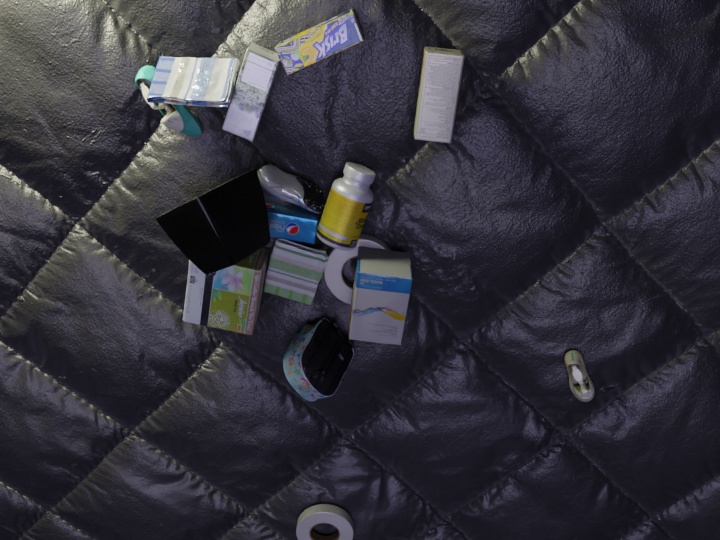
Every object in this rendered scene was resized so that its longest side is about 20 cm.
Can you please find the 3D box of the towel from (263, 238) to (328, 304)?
[{"bbox_3d":[-0.177,0.004,1.742,0.146,0.031,0.202,18,135,-6],"label":"towel"}]

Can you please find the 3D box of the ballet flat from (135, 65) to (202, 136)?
[{"bbox_3d":[-0.465,-0.389,1.543,0.067,0.071,0.201,-17,119,43],"label":"ballet flat"}]

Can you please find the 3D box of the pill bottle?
[{"bbox_3d":[-0.032,-0.162,1.626,0.110,0.112,0.203,18,111,-8],"label":"pill bottle"}]

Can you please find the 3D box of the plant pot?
[{"bbox_3d":[-0.335,-0.107,1.559,0.197,0.199,0.180,-15,105,43],"label":"plant pot"}]

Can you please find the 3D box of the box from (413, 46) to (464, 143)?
[{"bbox_3d":[0.181,-0.411,1.517,0.093,0.078,0.204,6,117,-2],"label":"box"}]

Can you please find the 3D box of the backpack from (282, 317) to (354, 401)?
[{"bbox_3d":[-0.126,0.257,1.802,0.149,0.201,0.178,-22,118,34],"label":"backpack"}]

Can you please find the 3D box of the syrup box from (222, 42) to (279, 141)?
[{"bbox_3d":[-0.256,-0.418,1.521,0.077,0.082,0.202,19,117,-11],"label":"syrup box"}]

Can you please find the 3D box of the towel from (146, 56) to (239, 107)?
[{"bbox_3d":[-0.382,-0.437,1.483,0.196,0.149,0.024,4,151,4],"label":"towel"}]

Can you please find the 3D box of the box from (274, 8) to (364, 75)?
[{"bbox_3d":[-0.092,-0.522,1.474,0.197,0.065,0.071,-21,116,11],"label":"box"}]

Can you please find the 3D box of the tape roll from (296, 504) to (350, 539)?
[{"bbox_3d":[-0.122,0.885,2.207,0.198,0.037,0.206,0,117,0],"label":"tape roll"}]

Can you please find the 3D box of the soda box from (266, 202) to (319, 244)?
[{"bbox_3d":[-0.209,-0.128,1.679,0.196,0.064,0.069,10,117,-3],"label":"soda box"}]

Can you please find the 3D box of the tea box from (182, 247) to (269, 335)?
[{"bbox_3d":[-0.358,0.038,1.729,0.193,0.134,0.203,11,117,-5],"label":"tea box"}]

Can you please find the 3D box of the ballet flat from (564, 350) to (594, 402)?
[{"bbox_3d":[0.644,0.326,1.894,0.068,0.070,0.202,-23,115,13],"label":"ballet flat"}]

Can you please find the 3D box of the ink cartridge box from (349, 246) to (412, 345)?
[{"bbox_3d":[0.050,0.067,1.686,0.141,0.148,0.204,6,117,-3],"label":"ink cartridge box"}]

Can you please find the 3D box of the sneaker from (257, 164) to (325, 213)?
[{"bbox_3d":[-0.177,-0.204,1.647,0.198,0.073,0.072,27,154,-20],"label":"sneaker"}]

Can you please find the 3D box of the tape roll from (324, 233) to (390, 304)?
[{"bbox_3d":[0.000,0.000,1.757,0.198,0.037,0.206,1,117,2],"label":"tape roll"}]
